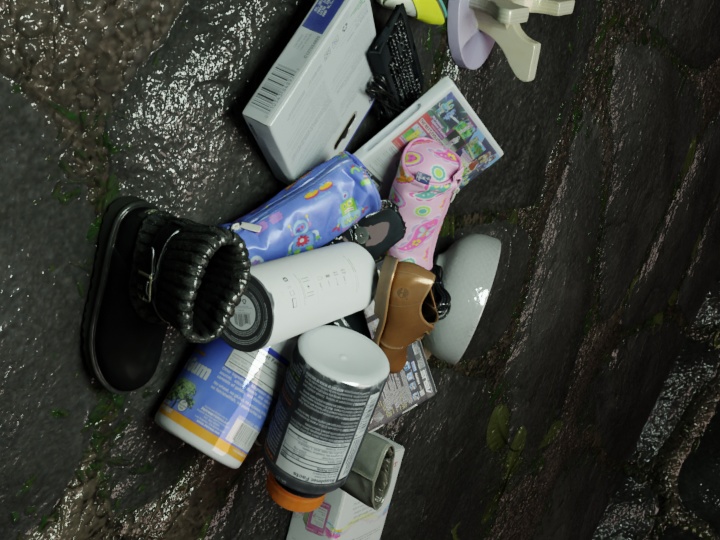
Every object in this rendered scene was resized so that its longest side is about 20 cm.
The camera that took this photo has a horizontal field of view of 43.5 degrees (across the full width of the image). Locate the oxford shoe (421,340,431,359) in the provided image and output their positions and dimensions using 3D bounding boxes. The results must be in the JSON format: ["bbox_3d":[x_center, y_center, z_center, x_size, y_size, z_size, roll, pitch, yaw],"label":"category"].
[{"bbox_3d":[0.060,0.165,1.365,0.200,0.073,0.071,-38,137,-39],"label":"oxford shoe"}]

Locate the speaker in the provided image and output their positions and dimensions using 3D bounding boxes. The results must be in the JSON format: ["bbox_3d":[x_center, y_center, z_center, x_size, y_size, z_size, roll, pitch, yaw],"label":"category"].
[{"bbox_3d":[-0.061,0.022,0.933,0.199,0.081,0.082,-19,124,-57],"label":"speaker"}]

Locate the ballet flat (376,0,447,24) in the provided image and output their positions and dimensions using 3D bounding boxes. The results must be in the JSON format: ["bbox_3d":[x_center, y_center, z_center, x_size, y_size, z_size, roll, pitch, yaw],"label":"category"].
[{"bbox_3d":[0.038,-0.348,1.054,0.067,0.067,0.200,-41,141,-2],"label":"ballet flat"}]

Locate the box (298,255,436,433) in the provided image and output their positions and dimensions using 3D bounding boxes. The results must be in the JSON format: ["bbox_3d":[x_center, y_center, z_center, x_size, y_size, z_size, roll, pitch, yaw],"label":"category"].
[{"bbox_3d":[0.003,0.101,1.169,0.160,0.049,0.202,-26,104,-34],"label":"box"}]

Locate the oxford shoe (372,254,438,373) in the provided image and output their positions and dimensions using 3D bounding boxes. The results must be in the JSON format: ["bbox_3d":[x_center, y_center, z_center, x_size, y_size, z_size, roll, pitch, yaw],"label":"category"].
[{"bbox_3d":[0.053,0.065,1.043,0.201,0.071,0.072,92,12,-54],"label":"oxford shoe"}]

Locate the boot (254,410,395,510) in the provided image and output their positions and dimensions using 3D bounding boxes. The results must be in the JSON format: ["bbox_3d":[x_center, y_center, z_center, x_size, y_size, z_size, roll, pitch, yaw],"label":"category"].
[{"bbox_3d":[-0.052,0.183,1.093,0.072,0.199,0.183,-35,136,-38],"label":"boot"}]

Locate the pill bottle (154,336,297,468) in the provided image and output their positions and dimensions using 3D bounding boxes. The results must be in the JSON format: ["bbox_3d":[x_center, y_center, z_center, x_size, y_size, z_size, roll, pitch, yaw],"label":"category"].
[{"bbox_3d":[-0.134,0.108,1.013,0.201,0.111,0.112,-60,147,-13],"label":"pill bottle"}]

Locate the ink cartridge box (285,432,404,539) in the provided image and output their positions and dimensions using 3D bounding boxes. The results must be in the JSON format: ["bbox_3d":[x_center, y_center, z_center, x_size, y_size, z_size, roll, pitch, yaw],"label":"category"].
[{"bbox_3d":[-0.025,0.348,1.339,0.144,0.084,0.202,-3,112,-55],"label":"ink cartridge box"}]

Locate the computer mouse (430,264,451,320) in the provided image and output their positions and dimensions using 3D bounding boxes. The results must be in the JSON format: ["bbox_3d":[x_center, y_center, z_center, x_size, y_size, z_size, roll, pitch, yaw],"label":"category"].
[{"bbox_3d":[0.047,0.068,1.294,0.046,0.141,0.200,33,117,-21],"label":"computer mouse"}]

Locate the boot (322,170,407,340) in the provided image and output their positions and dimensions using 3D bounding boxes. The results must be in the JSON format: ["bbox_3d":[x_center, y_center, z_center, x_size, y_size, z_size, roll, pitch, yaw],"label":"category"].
[{"bbox_3d":[0.000,0.000,1.096,0.168,0.076,0.201,-39,102,-24],"label":"boot"}]

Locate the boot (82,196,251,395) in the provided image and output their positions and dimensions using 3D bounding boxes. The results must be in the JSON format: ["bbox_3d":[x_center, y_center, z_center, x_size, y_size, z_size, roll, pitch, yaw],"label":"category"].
[{"bbox_3d":[-0.185,0.044,0.854,0.079,0.157,0.213,-16,121,-49],"label":"boot"}]

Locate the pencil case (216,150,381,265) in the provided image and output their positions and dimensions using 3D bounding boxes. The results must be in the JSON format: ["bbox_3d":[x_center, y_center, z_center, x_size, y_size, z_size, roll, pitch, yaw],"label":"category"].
[{"bbox_3d":[-0.071,-0.057,0.992,0.199,0.078,0.087,-32,150,-19],"label":"pencil case"}]

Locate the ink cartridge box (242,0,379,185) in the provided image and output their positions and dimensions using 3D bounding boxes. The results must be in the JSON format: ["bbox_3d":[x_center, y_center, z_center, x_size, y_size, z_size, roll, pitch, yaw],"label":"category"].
[{"bbox_3d":[-0.044,-0.198,1.014,0.201,0.040,0.200,-59,162,-14],"label":"ink cartridge box"}]

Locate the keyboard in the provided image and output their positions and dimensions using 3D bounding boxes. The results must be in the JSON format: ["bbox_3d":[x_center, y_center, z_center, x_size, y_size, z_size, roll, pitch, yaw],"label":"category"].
[{"bbox_3d":[0.054,-0.232,1.112,0.105,0.039,0.200,-62,161,-8],"label":"keyboard"}]

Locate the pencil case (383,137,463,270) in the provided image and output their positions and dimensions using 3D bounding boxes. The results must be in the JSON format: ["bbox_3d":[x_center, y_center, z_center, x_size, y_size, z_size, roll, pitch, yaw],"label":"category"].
[{"bbox_3d":[0.075,-0.075,1.170,0.087,0.087,0.201,-40,158,-36],"label":"pencil case"}]

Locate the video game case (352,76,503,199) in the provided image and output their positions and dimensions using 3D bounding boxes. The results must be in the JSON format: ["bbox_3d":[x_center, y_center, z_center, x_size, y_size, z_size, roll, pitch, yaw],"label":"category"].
[{"bbox_3d":[0.082,-0.144,1.187,0.182,0.023,0.200,-39,148,10],"label":"video game case"}]

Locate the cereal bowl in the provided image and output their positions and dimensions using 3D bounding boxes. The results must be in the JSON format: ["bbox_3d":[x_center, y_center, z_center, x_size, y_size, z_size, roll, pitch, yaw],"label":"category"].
[{"bbox_3d":[0.138,0.035,1.362,0.200,0.083,0.202,-160,-90,-90],"label":"cereal bowl"}]

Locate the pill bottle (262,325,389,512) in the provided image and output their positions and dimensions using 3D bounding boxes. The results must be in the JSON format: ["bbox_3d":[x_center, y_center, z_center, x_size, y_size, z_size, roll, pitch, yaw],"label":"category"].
[{"bbox_3d":[-0.046,0.169,0.991,0.106,0.106,0.201,-18,135,-50],"label":"pill bottle"}]

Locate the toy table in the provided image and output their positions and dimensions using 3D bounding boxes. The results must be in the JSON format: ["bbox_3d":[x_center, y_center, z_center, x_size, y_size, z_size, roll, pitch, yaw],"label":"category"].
[{"bbox_3d":[0.199,-0.364,1.220,0.183,0.116,0.202,-36,137,-39],"label":"toy table"}]
